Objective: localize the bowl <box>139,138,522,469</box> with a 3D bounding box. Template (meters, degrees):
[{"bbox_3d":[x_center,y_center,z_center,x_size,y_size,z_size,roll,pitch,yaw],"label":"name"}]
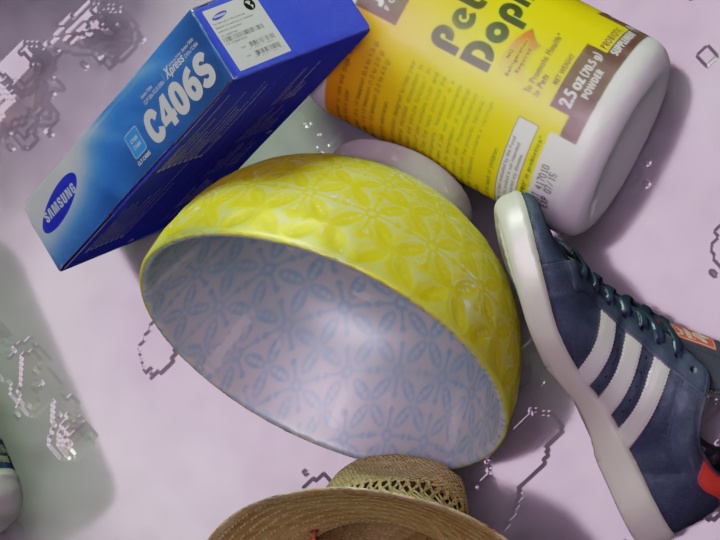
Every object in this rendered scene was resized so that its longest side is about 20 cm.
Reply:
[{"bbox_3d":[0.000,0.000,1.416,0.199,0.201,0.108,19,62,13],"label":"bowl"}]

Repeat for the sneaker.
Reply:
[{"bbox_3d":[0.135,0.036,1.401,0.084,0.075,0.201,-26,113,6],"label":"sneaker"}]

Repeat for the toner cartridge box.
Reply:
[{"bbox_3d":[-0.085,-0.075,1.414,0.043,0.095,0.200,59,139,10],"label":"toner cartridge box"}]

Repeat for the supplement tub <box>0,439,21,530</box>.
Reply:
[{"bbox_3d":[-0.276,0.062,1.470,0.144,0.145,0.201,-26,82,10],"label":"supplement tub"}]

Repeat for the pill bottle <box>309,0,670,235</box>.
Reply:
[{"bbox_3d":[0.048,-0.107,1.431,0.199,0.109,0.110,28,93,12],"label":"pill bottle"}]

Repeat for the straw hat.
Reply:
[{"bbox_3d":[0.012,0.140,1.432,0.199,0.202,0.085,2,46,13],"label":"straw hat"}]
